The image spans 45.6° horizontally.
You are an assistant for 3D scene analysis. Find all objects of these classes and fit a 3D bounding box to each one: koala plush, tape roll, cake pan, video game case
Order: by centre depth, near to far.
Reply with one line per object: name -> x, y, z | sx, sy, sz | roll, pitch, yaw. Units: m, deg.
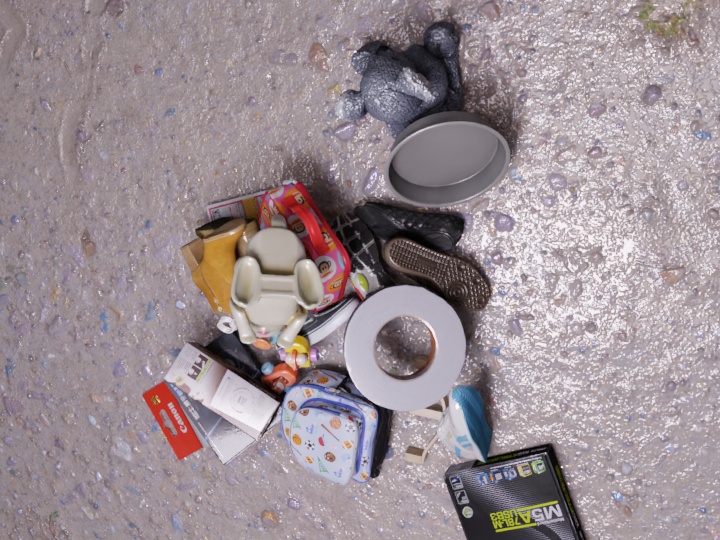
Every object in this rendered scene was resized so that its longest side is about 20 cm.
koala plush -> 0.062, -0.276, 1.314 | 0.175, 0.200, 0.186 | -10, 99, 24
cake pan -> 0.133, -0.173, 1.333 | 0.199, 0.200, 0.037 | -25, 52, 25
tape roll -> 0.070, 0.124, 1.393 | 0.197, 0.066, 0.204 | 0, 90, -2
video game case -> -0.181, -0.070, 1.566 | 0.198, 0.017, 0.145 | -11, 98, 25

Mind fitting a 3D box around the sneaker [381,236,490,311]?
sneaker -> 0.126, 0.000, 1.430 | 0.199, 0.076, 0.071 | 31, 87, -11

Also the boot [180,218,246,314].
boot -> -0.222, -0.001, 1.461 | 0.200, 0.071, 0.145 | -18, 106, 50

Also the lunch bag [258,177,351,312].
lunch bag -> -0.095, -0.047, 1.420 | 0.201, 0.081, 0.177 | 56, 157, 20

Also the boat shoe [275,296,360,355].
boat shoe -> -0.086, 0.090, 1.534 | 0.199, 0.072, 0.071 | -33, 91, 27

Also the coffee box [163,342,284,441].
coffee box -> -0.241, 0.215, 1.539 | 0.199, 0.113, 0.080 | 32, 85, 3

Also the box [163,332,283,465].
box -> -0.249, 0.238, 1.616 | 0.159, 0.044, 0.201 | -36, 86, -3

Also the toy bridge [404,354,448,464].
toy bridge -> 0.120, 0.246, 1.509 | 0.066, 0.027, 0.203 | 10, 106, 18

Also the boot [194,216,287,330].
boot -> -0.216, 0.009, 1.543 | 0.174, 0.066, 0.203 | 7, 119, 52

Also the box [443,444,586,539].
box -> 0.266, 0.414, 1.477 | 0.198, 0.047, 0.196 | -18, 93, 26

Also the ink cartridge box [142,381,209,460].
ink cartridge box -> -0.341, 0.280, 1.701 | 0.199, 0.047, 0.161 | -31, 89, 24

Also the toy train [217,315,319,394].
toy train -> -0.161, 0.152, 1.510 | 0.149, 0.056, 0.200 | -22, 126, 28

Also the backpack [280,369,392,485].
backpack -> -0.051, 0.275, 1.527 | 0.189, 0.154, 0.203 | 19, 111, 26

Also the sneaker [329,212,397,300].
sneaker -> 0.000, 0.000, 1.475 | 0.076, 0.085, 0.202 | -24, 83, -15

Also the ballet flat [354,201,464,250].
ballet flat -> 0.080, -0.079, 1.446 | 0.198, 0.057, 0.067 | 17, 137, 23

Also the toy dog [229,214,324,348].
toy dog -> -0.152, 0.030, 1.360 | 0.201, 0.138, 0.196 | 115, 146, -59

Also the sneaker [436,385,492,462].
sneaker -> 0.165, 0.256, 1.421 | 0.080, 0.077, 0.201 | 7, 143, 23
